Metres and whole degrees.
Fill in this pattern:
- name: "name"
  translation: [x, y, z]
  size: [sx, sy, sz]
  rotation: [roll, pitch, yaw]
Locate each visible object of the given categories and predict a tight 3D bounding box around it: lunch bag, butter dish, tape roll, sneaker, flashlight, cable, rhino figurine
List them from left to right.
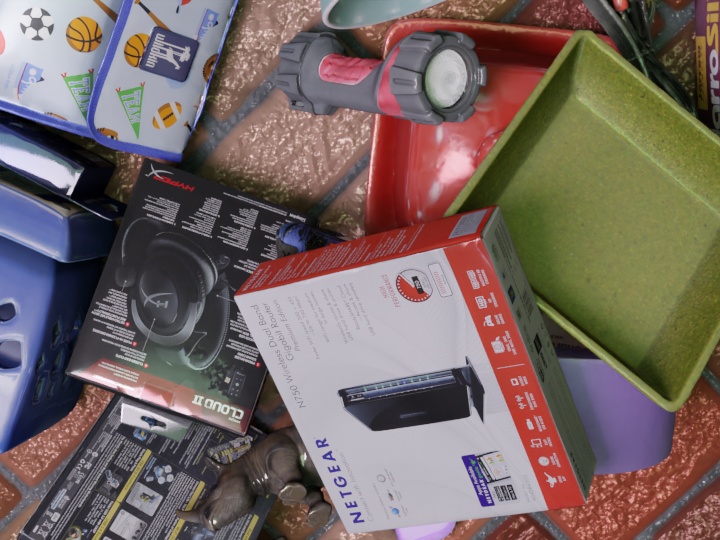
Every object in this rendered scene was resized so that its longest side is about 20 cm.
- name: "lunch bag"
  translation: [-0.206, -0.190, 0.956]
  size: [0.199, 0.124, 0.171]
  rotation: [18, 101, -15]
- name: "rhino figurine"
  translation: [-0.048, 0.151, 0.944]
  size: [0.199, 0.088, 0.060]
  rotation: [-21, 124, -1]
- name: "sneaker"
  translation: [0.000, 0.000, 0.939]
  size: [0.078, 0.200, 0.076]
  rotation: [-12, 79, 26]
- name: "flashlight"
  translation: [0.007, -0.150, 0.916]
  size: [0.068, 0.200, 0.068]
  rotation: [-44, 123, -17]
- name: "butter dish"
  translation: [0.106, -0.088, 0.943]
  size: [0.199, 0.148, 0.201]
  rotation: [6, 101, 1]
- name: "tape roll"
  translation: [0.142, 0.083, 0.944]
  size: [0.199, 0.200, 0.086]
  rotation: [5, 99, 2]
- name: "cable"
  translation: [0.217, -0.185, 0.950]
  size: [0.050, 0.097, 0.201]
  rotation: [-20, 90, 46]

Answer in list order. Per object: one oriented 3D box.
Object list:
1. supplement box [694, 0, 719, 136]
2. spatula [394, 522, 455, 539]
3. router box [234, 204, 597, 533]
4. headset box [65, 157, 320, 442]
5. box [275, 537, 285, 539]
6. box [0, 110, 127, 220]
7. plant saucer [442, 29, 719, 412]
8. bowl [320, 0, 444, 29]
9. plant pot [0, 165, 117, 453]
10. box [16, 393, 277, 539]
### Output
- name: "supplement box"
  translation: [0.322, -0.147, 0.894]
  size: [0.103, 0.200, 0.132]
  rotation: [-6, 100, -1]
- name: "spatula"
  translation: [0.027, 0.138, 1.049]
  size: [0.056, 0.021, 0.201]
  rotation: [-20, 98, 7]
- name: "router box"
  translation: [0.038, 0.073, 0.811]
  size: [0.179, 0.049, 0.201]
  rotation: [-14, 113, 27]
- name: "headset box"
  translation: [-0.133, 0.033, 0.981]
  size: [0.148, 0.077, 0.201]
  rotation: [18, 82, -1]
- name: "box"
  translation: [-0.066, 0.353, 1.023]
  size: [0.106, 0.152, 0.201]
  rotation: [-30, 98, 7]
- name: "box"
  translation: [-0.268, -0.099, 0.970]
  size: [0.199, 0.121, 0.033]
  rotation: [28, 95, -3]
- name: "plant saucer"
  translation: [0.172, -0.033, 0.849]
  size: [0.199, 0.048, 0.200]
  rotation: [38, 65, -4]
- name: "bowl"
  translation: [0.045, -0.265, 0.898]
  size: [0.200, 0.201, 0.106]
  rotation: [-23, 88, 6]
- name: "plant pot"
  translation: [-0.303, 0.008, 0.957]
  size: [0.199, 0.200, 0.181]
  rotation: [23, 94, 0]
- name: "box"
  translation: [-0.157, 0.183, 0.979]
  size: [0.161, 0.200, 0.049]
  rotation: [29, 131, -3]
